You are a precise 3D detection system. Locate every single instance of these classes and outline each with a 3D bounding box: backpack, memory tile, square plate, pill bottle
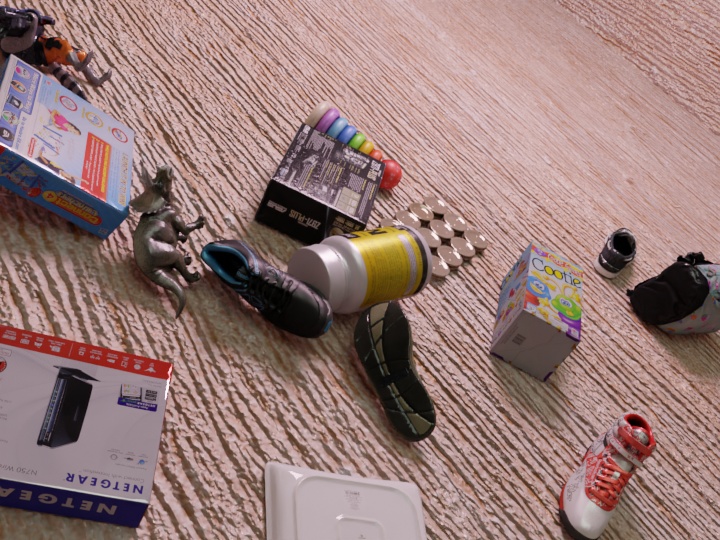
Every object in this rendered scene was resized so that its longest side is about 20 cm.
[{"bbox_3d":[0.638,0.052,1.465,0.200,0.167,0.127,3,63,-36],"label":"backpack"},{"bbox_3d":[0.130,-0.061,1.351,0.153,0.017,0.200,42,39,15],"label":"memory tile"},{"bbox_3d":[-0.005,0.301,0.827,0.199,0.028,0.198,14,40,-21],"label":"square plate"},{"bbox_3d":[0.000,0.000,1.109,0.200,0.114,0.114,-12,53,-43],"label":"pill bottle"}]

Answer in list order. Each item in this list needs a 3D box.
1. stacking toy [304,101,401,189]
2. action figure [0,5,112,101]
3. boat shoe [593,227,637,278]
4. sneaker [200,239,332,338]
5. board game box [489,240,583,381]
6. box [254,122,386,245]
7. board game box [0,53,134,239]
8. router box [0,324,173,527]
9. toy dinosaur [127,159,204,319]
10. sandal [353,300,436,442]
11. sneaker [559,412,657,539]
[{"bbox_3d":[-0.011,-0.218,1.395,0.200,0.085,0.085,37,37,1],"label":"stacking toy"},{"bbox_3d":[-0.507,-0.347,1.189,0.193,0.105,0.200,22,12,-2],"label":"action figure"},{"bbox_3d":[0.540,-0.048,1.574,0.076,0.060,0.200,35,37,7],"label":"boat shoe"},{"bbox_3d":[-0.129,0.026,1.012,0.200,0.073,0.082,32,5,16],"label":"sneaker"},{"bbox_3d":[0.289,0.062,1.240,0.103,0.105,0.200,28,37,-3],"label":"board game box"},{"bbox_3d":[-0.060,-0.131,1.245,0.163,0.086,0.200,25,37,-7],"label":"box"},{"bbox_3d":[-0.404,-0.165,1.022,0.196,0.056,0.200,33,29,-36],"label":"board game box"},{"bbox_3d":[-0.304,0.154,0.778,0.199,0.049,0.180,16,39,-18],"label":"router box"},{"bbox_3d":[-0.263,-0.034,1.006,0.102,0.077,0.201,13,73,-40],"label":"toy dinosaur"},{"bbox_3d":[0.044,0.137,1.031,0.080,0.057,0.202,-16,66,1],"label":"sandal"},{"bbox_3d":[0.335,0.268,1.026,0.067,0.108,0.201,38,37,11],"label":"sneaker"}]
